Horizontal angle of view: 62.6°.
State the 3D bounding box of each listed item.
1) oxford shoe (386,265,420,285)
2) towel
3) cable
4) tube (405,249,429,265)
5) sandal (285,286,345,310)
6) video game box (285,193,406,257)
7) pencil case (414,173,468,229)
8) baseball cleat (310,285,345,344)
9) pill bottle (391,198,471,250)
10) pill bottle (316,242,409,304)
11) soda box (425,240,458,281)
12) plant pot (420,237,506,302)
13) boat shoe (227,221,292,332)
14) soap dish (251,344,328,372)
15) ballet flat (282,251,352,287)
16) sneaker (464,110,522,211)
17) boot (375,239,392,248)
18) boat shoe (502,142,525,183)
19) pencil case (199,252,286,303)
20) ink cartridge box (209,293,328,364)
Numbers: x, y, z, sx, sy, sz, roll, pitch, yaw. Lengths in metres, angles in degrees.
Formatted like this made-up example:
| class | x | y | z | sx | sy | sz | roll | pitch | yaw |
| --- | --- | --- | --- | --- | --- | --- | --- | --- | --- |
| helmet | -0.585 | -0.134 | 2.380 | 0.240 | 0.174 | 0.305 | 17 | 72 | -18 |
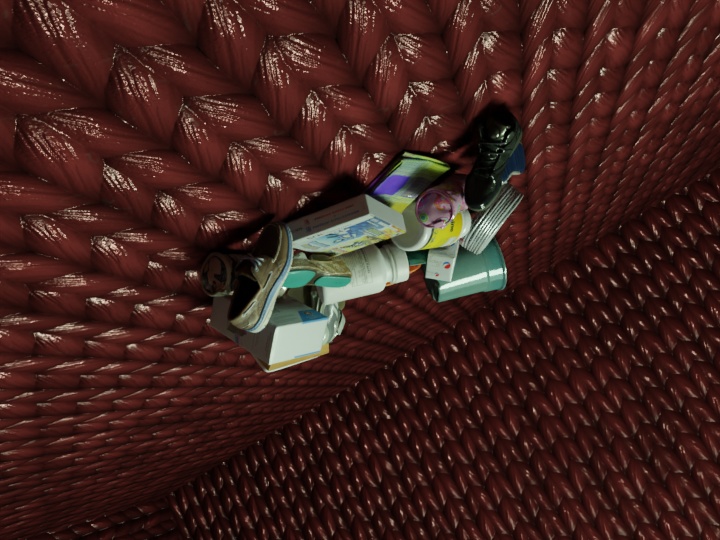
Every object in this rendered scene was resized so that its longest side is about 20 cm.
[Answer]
| class | x | y | z | sx | sy | sz | roll | pitch | yaw |
| --- | --- | --- | --- | --- | --- | --- | --- | --- | --- |
| oxford shoe | 0.076 | 0.011 | 1.607 | 0.200 | 0.071 | 0.073 | -18 | 164 | -33 |
| towel | 0.071 | -0.155 | 1.180 | 0.143 | 0.023 | 0.200 | 2 | 146 | -44 |
| cable | 0.331 | -0.132 | 1.506 | 0.200 | 0.069 | 0.200 | -53 | 171 | -9 |
| tube | 0.142 | -0.044 | 1.463 | 0.077 | 0.050 | 0.200 | -12 | -167 | 21 |
| sandal | -0.131 | 0.067 | 1.476 | 0.070 | 0.078 | 0.212 | -3 | 174 | 38 |
| video game box | -0.029 | -0.080 | 1.148 | 0.182 | 0.047 | 0.200 | -16 | 168 | 22 |
| pencil case | 0.180 | -0.145 | 1.213 | 0.087 | 0.087 | 0.200 | -40 | 178 | 30 |
| baseball cleat | -0.077 | 0.082 | 1.441 | 0.106 | 0.070 | 0.200 | -5 | 112 | -56 |
| pill bottle | 0.162 | -0.107 | 1.337 | 0.200 | 0.113 | 0.112 | -10 | 154 | -48 |
| pill bottle | 0.000 | 0.000 | 1.318 | 0.200 | 0.115 | 0.114 | -13 | 159 | -12 |
| soda box | 0.205 | -0.052 | 1.447 | 0.200 | 0.064 | 0.068 | -62 | 160 | -58 |
| plant pot | 0.287 | -0.007 | 1.710 | 0.196 | 0.200 | 0.200 | -19 | 161 | -8 |
| boat shoe | -0.175 | 0.006 | 1.024 | 0.072 | 0.200 | 0.072 | 8 | 171 | 33 |
| soap dish | -0.189 | 0.161 | 1.482 | 0.200 | 0.157 | 0.081 | -10 | 138 | -46 |
| ballet flat | -0.102 | -0.002 | 1.178 | 0.070 | 0.065 | 0.200 | -39 | 151 | 31 |
| sneaker | 0.244 | -0.217 | 1.131 | 0.200 | 0.076 | 0.114 | -63 | 152 | -3 |
| boot | 0.023 | -0.006 | 1.463 | 0.150 | 0.073 | 0.200 | -30 | 159 | -3 |
| boat shoe | 0.296 | -0.232 | 1.275 | 0.072 | 0.072 | 0.200 | -4 | -164 | 36 |
| pencil case | -0.214 | 0.014 | 1.121 | 0.078 | 0.090 | 0.200 | -37 | 160 | 22 |
| ink cartridge box | -0.190 | 0.103 | 1.210 | 0.144 | 0.200 | 0.085 | -6 | 115 | -49 |
